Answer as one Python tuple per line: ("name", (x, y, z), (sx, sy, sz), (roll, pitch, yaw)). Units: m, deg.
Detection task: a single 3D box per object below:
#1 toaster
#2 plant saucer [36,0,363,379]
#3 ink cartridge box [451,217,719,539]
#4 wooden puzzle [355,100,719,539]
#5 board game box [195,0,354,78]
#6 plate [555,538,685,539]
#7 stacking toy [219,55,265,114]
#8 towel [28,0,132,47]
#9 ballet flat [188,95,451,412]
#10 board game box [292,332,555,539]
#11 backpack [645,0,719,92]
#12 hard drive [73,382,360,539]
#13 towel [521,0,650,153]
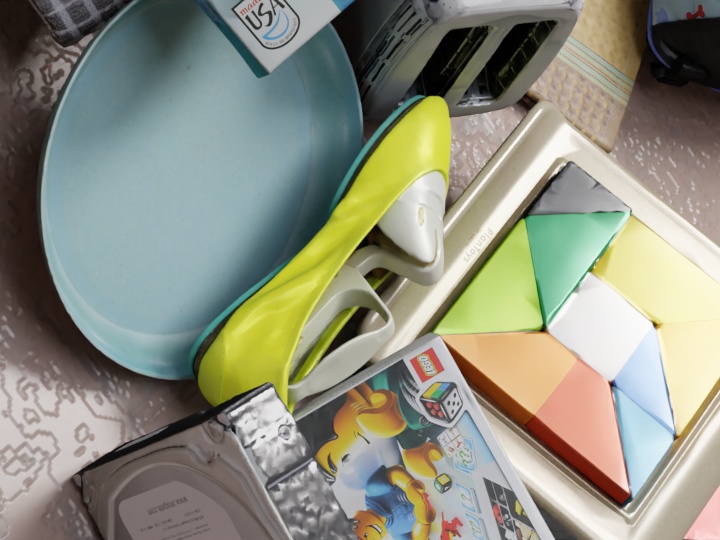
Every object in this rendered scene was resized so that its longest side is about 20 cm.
("toaster", (0.043, -0.160, 1.267), (0.113, 0.200, 0.129), (-7, 71, -21))
("plant saucer", (-0.079, -0.048, 1.204), (0.200, 0.027, 0.201), (-15, 112, -42))
("ink cartridge box", (0.133, 0.060, 1.324), (0.199, 0.050, 0.161), (4, 70, -15))
("wooden puzzle", (0.121, 0.033, 1.285), (0.200, 0.037, 0.185), (41, 63, -4))
("board game box", (-0.052, -0.212, 1.132), (0.151, 0.047, 0.200), (-41, 97, -5))
("plate", (0.161, 0.114, 1.374), (0.200, 0.026, 0.201), (13, 67, -33))
("stacking toy", (-0.076, -0.168, 1.270), (0.085, 0.085, 0.201), (7, 78, -35))
("towel", (-0.131, -0.229, 1.183), (0.165, 0.086, 0.200), (-35, 96, -3))
("ballet flat", (0.000, 0.000, 1.226), (0.067, 0.067, 0.200), (31, 65, 25))
("board game box", (0.031, 0.148, 1.222), (0.126, 0.035, 0.200), (-30, 94, -6))
("backpack", (0.273, -0.199, 1.456), (0.183, 0.147, 0.201), (13, 80, -40))
("hard drive", (-0.040, 0.159, 1.136), (0.038, 0.140, 0.200), (-32, 95, -38))
("towel", (0.116, -0.181, 1.446), (0.147, 0.022, 0.200), (34, 58, -23))
